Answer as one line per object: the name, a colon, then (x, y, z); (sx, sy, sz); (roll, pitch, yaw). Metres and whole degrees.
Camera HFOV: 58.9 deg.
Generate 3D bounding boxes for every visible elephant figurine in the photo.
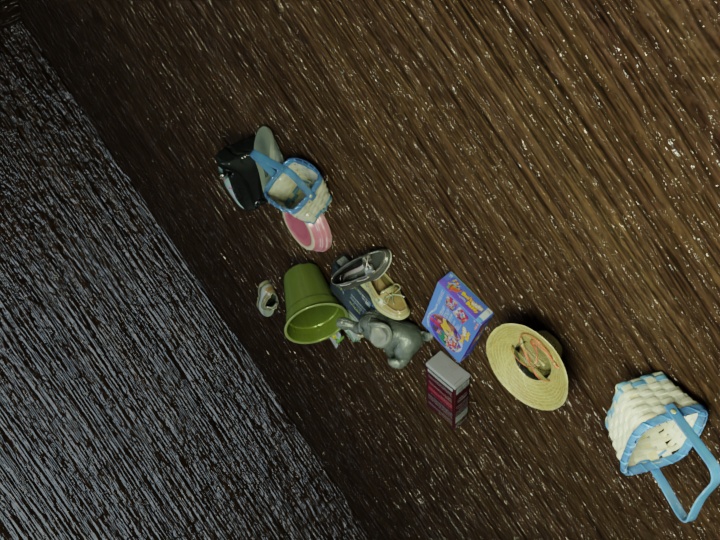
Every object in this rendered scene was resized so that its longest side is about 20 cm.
elephant figurine: (0.058, 0.154, 1.665); (0.199, 0.156, 0.141); (41, 179, -10)

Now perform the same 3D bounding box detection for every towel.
towel: (-0.043, 0.127, 1.977); (0.149, 0.031, 0.201); (46, 154, 19)

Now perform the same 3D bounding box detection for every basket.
basket: (-0.178, -0.221, 1.614); (0.175, 0.140, 0.200); (34, 177, 37)
basket: (0.490, 0.278, 1.024); (0.178, 0.136, 0.202); (84, 173, -48)

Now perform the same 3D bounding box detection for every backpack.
backpack: (-0.330, -0.280, 1.870); (0.202, 0.164, 0.127); (80, 165, -48)

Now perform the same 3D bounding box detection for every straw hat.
straw hat: (0.346, 0.165, 1.241); (0.200, 0.085, 0.203); (36, 144, 31)

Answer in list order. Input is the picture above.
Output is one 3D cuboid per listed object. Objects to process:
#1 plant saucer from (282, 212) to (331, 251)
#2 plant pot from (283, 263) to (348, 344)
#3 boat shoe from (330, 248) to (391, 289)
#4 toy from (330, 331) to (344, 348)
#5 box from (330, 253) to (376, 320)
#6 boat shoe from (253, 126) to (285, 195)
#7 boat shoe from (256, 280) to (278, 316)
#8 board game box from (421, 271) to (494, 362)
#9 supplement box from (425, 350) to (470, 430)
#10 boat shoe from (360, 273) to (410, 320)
plant saucer: (-0.162, -0.136, 1.840); (0.200, 0.051, 0.202); (43, 154, 27)
plant pot: (-0.156, 0.087, 1.947); (0.202, 0.196, 0.192); (91, 163, -53)
boat shoe: (0.000, 0.000, 1.619); (0.199, 0.056, 0.068); (-31, 63, 44)
toy: (-0.117, 0.151, 2.120); (0.201, 0.047, 0.116); (55, 157, 18)
box: (-0.003, 0.070, 1.806); (0.200, 0.051, 0.159); (46, 155, 19)
boat shoe: (-0.240, -0.291, 1.746); (0.069, 0.071, 0.205); (-15, 81, 35)
boat shoe: (-0.364, 0.127, 2.514); (0.069, 0.074, 0.202); (48, 154, 28)
board game box: (0.217, 0.110, 1.457); (0.135, 0.044, 0.201); (46, 154, 19)
supplement box: (0.229, 0.317, 1.676); (0.108, 0.060, 0.202); (38, 150, 35)
boat shoe: (0.055, 0.047, 1.642); (0.200, 0.073, 0.063); (44, 148, 31)
